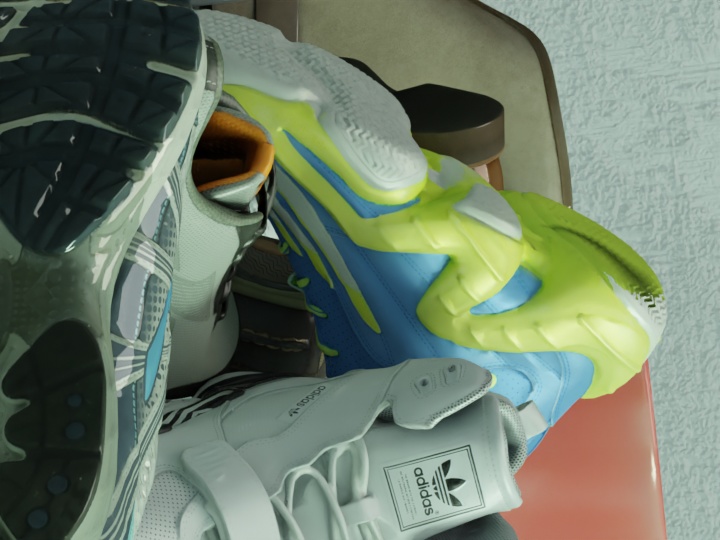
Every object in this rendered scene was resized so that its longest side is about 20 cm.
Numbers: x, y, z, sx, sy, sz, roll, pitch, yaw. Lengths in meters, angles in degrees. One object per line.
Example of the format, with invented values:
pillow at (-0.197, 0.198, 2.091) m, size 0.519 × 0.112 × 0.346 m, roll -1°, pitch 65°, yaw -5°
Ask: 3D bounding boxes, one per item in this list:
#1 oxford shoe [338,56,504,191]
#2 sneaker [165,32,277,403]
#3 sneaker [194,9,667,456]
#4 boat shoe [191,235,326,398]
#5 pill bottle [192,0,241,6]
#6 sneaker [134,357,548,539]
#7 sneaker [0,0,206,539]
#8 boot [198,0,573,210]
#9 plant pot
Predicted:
oxford shoe at (-0.015, -0.041, 0.897) m, size 0.200 × 0.071 × 0.071 m, roll 28°, pitch -52°, yaw 56°
sneaker at (-0.059, -0.012, 0.714) m, size 0.200 × 0.079 × 0.074 m, roll 71°, pitch 12°, yaw -65°
sneaker at (0.000, 0.000, 0.781) m, size 0.105 × 0.200 × 0.076 m, roll -56°, pitch -171°, yaw 18°
boat shoe at (-0.042, 0.025, 0.910) m, size 0.200 × 0.074 × 0.074 m, roll 41°, pitch 66°, yaw -85°
pill bottle at (-0.050, -0.200, 0.804) m, size 0.120 × 0.119 × 0.201 m, roll -72°, pitch 154°, yaw -74°
sneaker at (-0.019, 0.071, 0.690) m, size 0.200 × 0.115 × 0.075 m, roll -31°, pitch 111°, yaw -66°
sneaker at (-0.082, 0.011, 0.579) m, size 0.086 × 0.077 × 0.200 m, roll 83°, pitch 13°, yaw -54°
boot at (0.003, -0.091, 1.014) m, size 0.070 × 0.146 × 0.201 m, roll 145°, pitch -69°, yaw -71°
plant pot at (0.099, 0.097, 1.477) m, size 0.200 × 0.177 × 0.201 m, roll -7°, pitch 90°, yaw -84°
